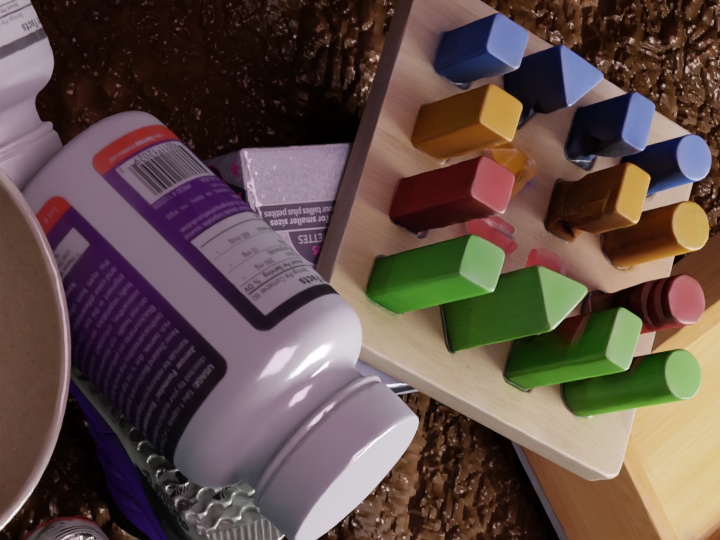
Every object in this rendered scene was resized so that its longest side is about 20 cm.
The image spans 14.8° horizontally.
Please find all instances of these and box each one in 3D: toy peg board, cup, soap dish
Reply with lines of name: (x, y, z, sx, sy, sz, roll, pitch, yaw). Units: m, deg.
toy peg board: (0.100, -0.027, 1.393, 0.199, 0.098, 0.200, 29, 67, -29)
cup: (-0.250, 0.038, 1.240, 0.200, 0.143, 0.202, 8, 78, -44)
soap dish: (0.188, 0.091, 1.586, 0.200, 0.081, 0.158, -34, 102, -35)

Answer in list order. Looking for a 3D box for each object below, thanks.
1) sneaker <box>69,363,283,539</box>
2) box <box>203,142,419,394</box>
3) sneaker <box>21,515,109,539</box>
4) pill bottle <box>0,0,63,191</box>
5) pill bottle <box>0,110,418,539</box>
sneaker: (-0.111, 0.080, 1.384, 0.069, 0.100, 0.201, -20, 64, -26)
box: (0.000, 0.000, 1.447, 0.199, 0.114, 0.133, -5, 86, -36)
sneaker: (-0.137, 0.219, 1.339, 0.077, 0.082, 0.201, 8, 78, -34)
pill bottle: (-0.212, -0.120, 1.319, 0.110, 0.110, 0.201, -29, 99, -34)
pill bottle: (-0.070, 0.030, 1.296, 0.200, 0.112, 0.111, 44, 56, 15)
